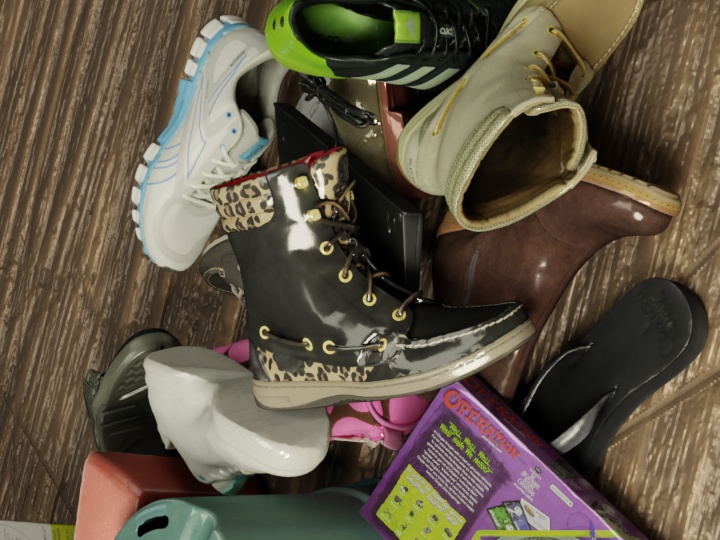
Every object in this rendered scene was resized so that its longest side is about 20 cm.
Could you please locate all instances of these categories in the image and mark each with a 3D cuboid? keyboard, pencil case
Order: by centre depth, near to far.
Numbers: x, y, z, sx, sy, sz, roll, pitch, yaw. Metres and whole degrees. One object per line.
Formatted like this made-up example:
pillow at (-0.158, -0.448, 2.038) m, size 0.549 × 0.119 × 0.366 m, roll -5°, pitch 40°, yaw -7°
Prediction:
keyboard at (-0.010, -0.069, 1.078) m, size 0.200 × 0.020 × 0.128 m, roll 43°, pitch 143°, yaw 51°
pencil case at (-0.040, 0.088, 1.140) m, size 0.199 × 0.090 × 0.095 m, roll -14°, pitch 74°, yaw 46°

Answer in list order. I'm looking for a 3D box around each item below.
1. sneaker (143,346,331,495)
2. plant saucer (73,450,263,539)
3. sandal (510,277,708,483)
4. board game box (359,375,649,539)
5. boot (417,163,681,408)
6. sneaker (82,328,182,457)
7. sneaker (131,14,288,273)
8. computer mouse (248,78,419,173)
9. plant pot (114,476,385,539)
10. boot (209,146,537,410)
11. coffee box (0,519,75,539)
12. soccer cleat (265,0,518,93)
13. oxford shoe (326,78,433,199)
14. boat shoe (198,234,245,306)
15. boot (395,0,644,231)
sneaker at (-0.082, 0.116, 1.082) m, size 0.199 × 0.075 × 0.089 m, roll 22°, pitch 115°, yaw 56°
plant saucer at (-0.132, 0.234, 1.129) m, size 0.036 × 0.199 × 0.202 m, roll 3°, pitch 83°, yaw 30°
sandal at (0.131, 0.081, 0.992) m, size 0.201 × 0.043 × 0.076 m, roll -55°, pitch 48°, yaw 22°
board game box at (0.099, 0.171, 0.972) m, size 0.200 × 0.032 × 0.121 m, roll 44°, pitch 121°, yaw 23°
boot at (0.112, 0.016, 1.005) m, size 0.199 × 0.072 × 0.168 m, roll 8°, pitch 84°, yaw 57°
sneaker at (-0.181, 0.093, 1.256) m, size 0.200 × 0.075 × 0.115 m, roll 101°, pitch 155°, yaw -49°
sneaker at (-0.108, -0.090, 1.205) m, size 0.086 × 0.075 × 0.202 m, roll 25°, pitch 98°, yaw 45°
computer mouse at (-0.033, -0.109, 1.207) m, size 0.200 × 0.044 × 0.110 m, roll -42°, pitch 52°, yaw 32°
plant pot at (-0.055, 0.229, 1.043) m, size 0.199 × 0.195 × 0.202 m, roll -13°, pitch 71°, yaw 43°
boot at (0.000, 0.000, 0.981) m, size 0.199 × 0.073 × 0.152 m, roll -12°, pitch 99°, yaw 34°
coffee box at (-0.294, 0.324, 1.268) m, size 0.199 × 0.197 × 0.202 m, roll -31°, pitch 60°, yaw 37°
soccer cleat at (0.038, -0.150, 1.037) m, size 0.081 × 0.198 × 0.068 m, roll -176°, pitch 85°, yaw -78°
oxford shoe at (0.000, -0.143, 1.119) m, size 0.074 × 0.070 × 0.202 m, roll -12°, pitch 84°, yaw 29°
boat shoe at (-0.054, 0.005, 1.182) m, size 0.199 × 0.067 × 0.057 m, roll -8°, pitch 60°, yaw 42°
boot at (0.114, -0.110, 0.964) m, size 0.200 × 0.072 × 0.155 m, roll -44°, pitch 17°, yaw 2°
